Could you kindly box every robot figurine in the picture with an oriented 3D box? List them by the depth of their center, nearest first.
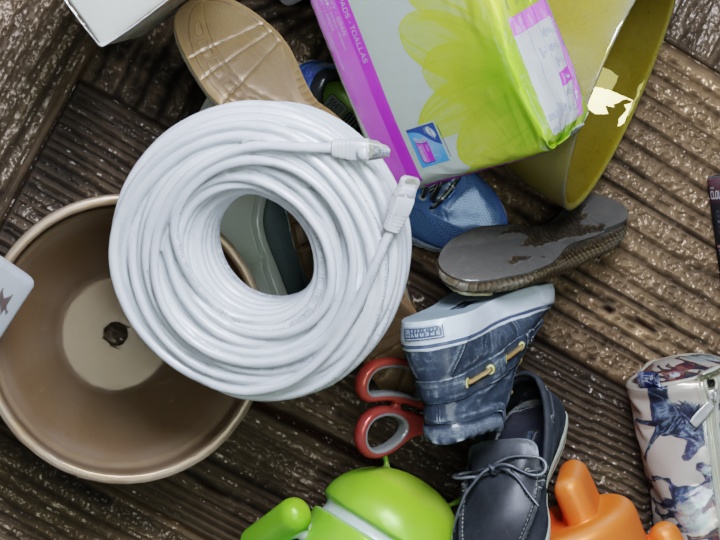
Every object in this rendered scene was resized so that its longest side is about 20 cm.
[{"bbox_3d":[-0.002,0.231,1.418,0.175,0.116,0.201,33,84,-16],"label":"robot figurine"},{"bbox_3d":[0.172,0.245,1.454,0.143,0.116,0.202,-23,96,-26],"label":"robot figurine"}]

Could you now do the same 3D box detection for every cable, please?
[{"bbox_3d":[-0.065,-0.015,1.297,0.198,0.069,0.202,16,111,9],"label":"cable"}]

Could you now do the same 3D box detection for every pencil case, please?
[{"bbox_3d":[0.257,0.166,1.486,0.077,0.089,0.202,-12,94,-12],"label":"pencil case"}]

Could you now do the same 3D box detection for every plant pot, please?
[{"bbox_3d":[-0.171,0.048,1.394,0.199,0.093,0.203,0,90,-11],"label":"plant pot"},{"bbox_3d":[0.128,-0.164,1.421,0.141,0.200,0.201,24,85,14],"label":"plant pot"}]

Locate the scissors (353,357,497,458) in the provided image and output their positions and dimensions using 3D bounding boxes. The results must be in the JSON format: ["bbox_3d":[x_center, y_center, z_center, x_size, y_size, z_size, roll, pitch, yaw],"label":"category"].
[{"bbox_3d":[0.071,0.105,1.437,0.199,0.014,0.074,7,94,-39],"label":"scissors"}]

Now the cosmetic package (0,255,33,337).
[{"bbox_3d":[-0.358,0.008,1.278,0.199,0.165,0.166,29,83,25],"label":"cosmetic package"}]

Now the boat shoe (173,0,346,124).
[{"bbox_3d":[-0.063,-0.104,1.369,0.073,0.069,0.200,-33,74,-22],"label":"boat shoe"}]

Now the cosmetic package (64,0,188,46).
[{"bbox_3d":[-0.144,-0.212,1.335,0.105,0.200,0.071,-36,97,7],"label":"cosmetic package"}]

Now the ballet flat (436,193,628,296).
[{"bbox_3d":[0.128,-0.011,1.442,0.199,0.067,0.047,-22,136,-45],"label":"ballet flat"}]

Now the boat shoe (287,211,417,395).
[{"bbox_3d":[0.000,0.000,1.440,0.072,0.072,0.201,-28,102,0],"label":"boat shoe"}]

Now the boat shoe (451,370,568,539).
[{"bbox_3d":[0.102,0.150,1.390,0.074,0.201,0.063,-4,129,24],"label":"boat shoe"}]

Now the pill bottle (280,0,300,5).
[{"bbox_3d":[0.015,-0.276,1.422,0.199,0.110,0.110,-28,96,-10],"label":"pill bottle"}]

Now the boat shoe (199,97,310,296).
[{"bbox_3d":[-0.074,-0.036,1.441,0.062,0.072,0.202,-6,83,-54],"label":"boat shoe"}]

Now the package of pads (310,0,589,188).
[{"bbox_3d":[0.053,-0.163,1.310,0.068,0.154,0.201,-36,107,-48],"label":"package of pads"}]

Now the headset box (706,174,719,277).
[{"bbox_3d":[0.329,0.001,1.470,0.076,0.149,0.202,-7,91,-12],"label":"headset box"}]

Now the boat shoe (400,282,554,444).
[{"bbox_3d":[0.088,0.064,1.415,0.070,0.200,0.092,-5,97,29],"label":"boat shoe"}]

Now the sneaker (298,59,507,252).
[{"bbox_3d":[0.028,-0.079,1.436,0.199,0.089,0.079,36,84,-12],"label":"sneaker"}]
